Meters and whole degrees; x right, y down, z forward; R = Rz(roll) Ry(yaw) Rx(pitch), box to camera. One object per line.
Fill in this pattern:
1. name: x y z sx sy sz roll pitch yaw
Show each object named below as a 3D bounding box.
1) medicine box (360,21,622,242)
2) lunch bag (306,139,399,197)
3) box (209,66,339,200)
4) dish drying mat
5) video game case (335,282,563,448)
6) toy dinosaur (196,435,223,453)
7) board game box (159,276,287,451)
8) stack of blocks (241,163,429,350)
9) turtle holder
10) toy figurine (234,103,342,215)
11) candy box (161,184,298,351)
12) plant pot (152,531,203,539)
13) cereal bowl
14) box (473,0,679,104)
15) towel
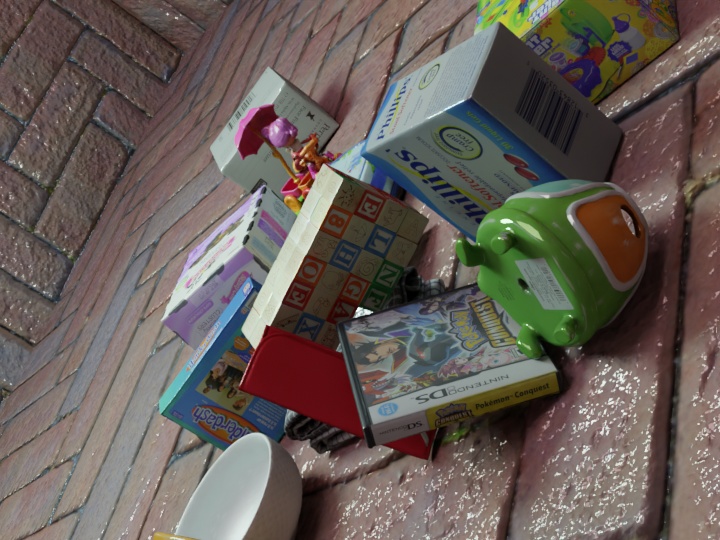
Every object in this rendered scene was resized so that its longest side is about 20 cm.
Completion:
1. medicine box: 0.133 -0.134 1.123 0.199 0.182 0.104 -20 40 56
2. lunch bag: -0.019 -0.077 1.502 0.160 0.082 0.201 -35 30 44
3. box: -0.162 -0.246 1.980 0.200 0.130 0.200 -53 22 7
4. dish drying mat: -0.015 0.120 1.072 0.018 0.198 0.077 109 -178 -63
5. video game case: 0.076 0.079 1.018 0.179 0.026 0.200 -16 26 -1
6. toy dinosaur: -0.134 0.177 1.448 0.181 0.105 0.202 -30 65 31
7. board game box: -0.136 0.132 1.359 0.201 0.152 0.045 -53 21 6
8. stack of blocks: -0.027 0.005 1.138 0.201 0.115 0.059 -62 30 8
9. turtle holder: 0.175 -0.005 0.949 0.131 0.141 0.186 -36 -20 -17
10. toy figurine: -0.109 -0.177 1.670 0.199 0.184 0.151 -11 38 55
11. candy box: -0.177 -0.006 1.483 0.167 0.072 0.200 -40 19 21
12. plant pot: -0.109 0.347 0.970 0.200 0.199 0.185 -15 60 59
13. cereal bowl: -0.129 0.289 1.214 0.200 0.083 0.201 -44 25 27
14. box: 0.234 -0.287 1.209 0.200 0.122 0.194 -37 28 38
15. towel: -0.001 0.095 1.216 0.200 0.085 0.167 -37 29 39
